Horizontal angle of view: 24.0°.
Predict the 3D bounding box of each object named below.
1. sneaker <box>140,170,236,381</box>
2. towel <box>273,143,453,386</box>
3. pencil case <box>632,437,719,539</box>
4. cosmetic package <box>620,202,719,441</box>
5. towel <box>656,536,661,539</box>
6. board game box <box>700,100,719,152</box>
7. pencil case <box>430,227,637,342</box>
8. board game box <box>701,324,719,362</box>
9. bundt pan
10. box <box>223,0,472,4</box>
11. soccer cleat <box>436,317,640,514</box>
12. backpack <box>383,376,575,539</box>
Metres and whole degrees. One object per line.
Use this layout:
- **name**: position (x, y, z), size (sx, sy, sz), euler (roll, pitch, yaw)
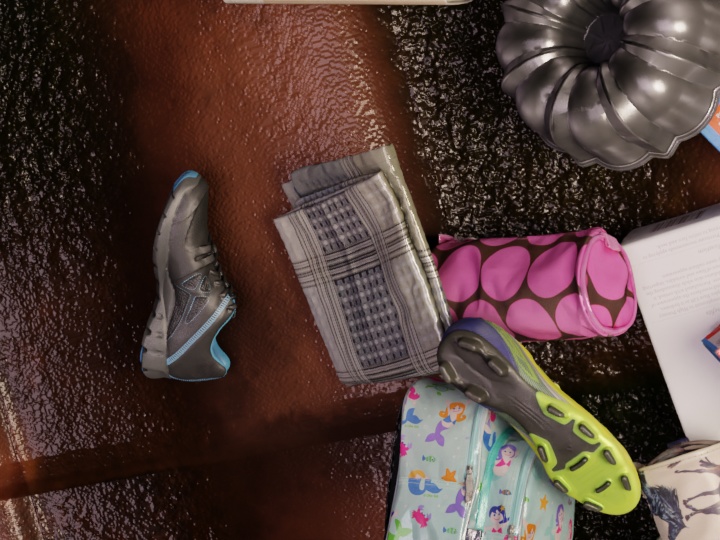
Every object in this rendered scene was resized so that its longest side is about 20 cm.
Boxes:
- **sneaker**: position (-0.148, 0.006, 1.537), size (0.082, 0.073, 0.200), euler (9, 111, 3)
- **towel**: position (0.000, 0.000, 1.434), size (0.193, 0.035, 0.200), euler (-14, 95, 61)
- **pencil case**: position (0.275, 0.232, 1.324), size (0.089, 0.078, 0.200), euler (-16, 90, 41)
- **cosmetic package**: position (0.292, 0.052, 1.367), size (0.102, 0.074, 0.200), euler (-17, 97, 24)
- **towel**: position (0.317, 0.280, 1.379), size (0.200, 0.036, 0.148), euler (42, 111, 8)
- **board game box**: position (0.334, -0.150, 1.319), size (0.200, 0.045, 0.152), euler (46, 114, 8)
- **pencil case**: position (0.131, 0.011, 1.378), size (0.200, 0.091, 0.094), euler (-3, 69, 45)
- **board game box**: position (0.402, 0.063, 1.288), size (0.196, 0.056, 0.200), euler (-44, 93, 5)
- **bundt pan**: position (0.188, -0.181, 1.315), size (0.202, 0.076, 0.202), euler (-4, 83, 36)
- **box**: position (-0.011, -0.268, 1.409), size (0.200, 0.078, 0.095), euler (2, 101, 20)
- **soccer cleat**: position (0.147, 0.108, 1.328), size (0.200, 0.084, 0.065), euler (42, 117, 4)
- **backpack**: position (0.097, 0.187, 1.408), size (0.151, 0.178, 0.200), euler (-6, 74, 22)
